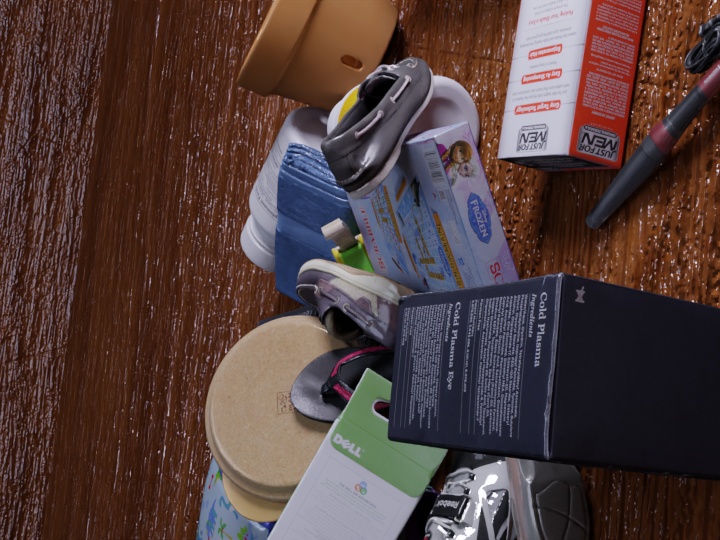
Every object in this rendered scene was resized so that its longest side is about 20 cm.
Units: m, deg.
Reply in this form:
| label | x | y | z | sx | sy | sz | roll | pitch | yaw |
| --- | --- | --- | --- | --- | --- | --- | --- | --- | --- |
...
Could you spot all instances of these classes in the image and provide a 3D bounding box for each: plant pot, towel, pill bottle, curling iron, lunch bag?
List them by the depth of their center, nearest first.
| label | x | y | z | sx | sy | sz | roll | pitch | yaw |
| --- | --- | --- | --- | --- | --- | --- | --- | --- | --- |
| curling iron | 0.228 | -0.104 | 0.735 | 0.050 | 0.025 | 0.202 | -80 | 12 | -50 |
| pill bottle | 0.036 | -0.151 | 1.039 | 0.199 | 0.102 | 0.107 | 18 | 98 | 62 |
| towel | -0.049 | -0.044 | 1.147 | 0.110 | 0.048 | 0.203 | 28 | 133 | 23 |
| plant pot | -0.045 | -0.280 | 1.159 | 0.202 | 0.138 | 0.201 | -58 | 14 | 24 |
| lunch bag | -0.133 | 0.339 | 1.199 | 0.200 | 0.125 | 0.174 | -132 | 51 | -71 |
| pill bottle | -0.079 | -0.096 | 1.238 | 0.201 | 0.112 | 0.116 | -58 | 35 | 38 |

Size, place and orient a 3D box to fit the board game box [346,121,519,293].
| label | x | y | z | sx | sy | sz | roll | pitch | yaw |
| --- | --- | --- | --- | --- | --- | --- | --- | --- | --- |
| board game box | 0.065 | -0.027 | 0.911 | 0.198 | 0.041 | 0.204 | 4 | 116 | 63 |

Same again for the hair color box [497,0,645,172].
| label | x | y | z | sx | sy | sz | roll | pitch | yaw |
| --- | --- | --- | --- | --- | --- | --- | --- | --- | --- |
| hair color box | 0.179 | -0.189 | 0.814 | 0.101 | 0.060 | 0.205 | 9 | 89 | 63 |

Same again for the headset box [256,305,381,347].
| label | x | y | z | sx | sy | sz | roll | pitch | yaw |
| --- | --- | --- | --- | --- | --- | --- | --- | --- | --- |
| headset box | -0.075 | 0.146 | 1.145 | 0.199 | 0.091 | 0.178 | -20 | 51 | 59 |

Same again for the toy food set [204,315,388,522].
| label | x | y | z | sx | sy | sz | roll | pitch | yaw |
| --- | --- | --- | --- | --- | --- | --- | --- | --- | --- |
| toy food set | -0.067 | 0.143 | 1.003 | 0.049 | 0.195 | 0.203 | 57 | -171 | -62 |

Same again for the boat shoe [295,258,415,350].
| label | x | y | z | sx | sy | sz | roll | pitch | yaw |
| --- | --- | --- | --- | --- | --- | --- | --- | --- | --- |
| boat shoe | -0.013 | 0.037 | 0.968 | 0.198 | 0.072 | 0.066 | 11 | 65 | 53 |

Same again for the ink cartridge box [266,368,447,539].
| label | x | y | z | sx | sy | sz | roll | pitch | yaw |
| --- | --- | --- | --- | --- | --- | --- | --- | --- | --- |
| ink cartridge box | 0.001 | 0.199 | 0.900 | 0.202 | 0.103 | 0.059 | -60 | -5 | 5 |

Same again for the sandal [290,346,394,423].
| label | x | y | z | sx | sy | sz | roll | pitch | yaw |
| --- | --- | --- | --- | --- | --- | --- | --- | --- | --- |
| sandal | 0.020 | 0.104 | 0.936 | 0.196 | 0.045 | 0.077 | -5 | 66 | 22 |

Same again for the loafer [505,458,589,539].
| label | x | y | z | sx | sy | sz | roll | pitch | yaw |
| --- | --- | --- | --- | --- | --- | --- | --- | --- | --- |
| loafer | 0.139 | 0.133 | 0.794 | 0.063 | 0.070 | 0.205 | 143 | 127 | -63 |

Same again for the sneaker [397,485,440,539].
| label | x | y | z | sx | sy | sz | roll | pitch | yaw |
| --- | --- | --- | --- | --- | --- | --- | --- | --- | --- |
| sneaker | 0.044 | 0.219 | 0.976 | 0.087 | 0.074 | 0.202 | -41 | 50 | 26 |

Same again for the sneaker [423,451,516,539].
| label | x | y | z | sx | sy | sz | roll | pitch | yaw |
| --- | --- | --- | --- | --- | --- | --- | --- | --- | --- |
| sneaker | 0.090 | 0.222 | 0.843 | 0.074 | 0.087 | 0.204 | -39 | 47 | 54 |

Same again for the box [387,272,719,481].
| label | x | y | z | sx | sy | sz | roll | pitch | yaw |
| --- | --- | --- | --- | --- | --- | --- | --- | --- | --- |
| box | 0.146 | 0.076 | 0.647 | 0.181 | 0.196 | 0.107 | -13 | 69 | 62 |

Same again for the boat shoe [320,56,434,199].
| label | x | y | z | sx | sy | sz | roll | pitch | yaw |
| --- | --- | --- | --- | --- | --- | --- | --- | --- | --- |
| boat shoe | 0.017 | -0.146 | 0.862 | 0.066 | 0.057 | 0.202 | -23 | 30 | 36 |

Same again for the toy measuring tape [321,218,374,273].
| label | x | y | z | sx | sy | sz | roll | pitch | yaw |
| --- | --- | --- | --- | --- | --- | --- | --- | --- | --- |
| toy measuring tape | 0.000 | 0.000 | 1.039 | 0.200 | 0.072 | 0.075 | 50 | -137 | -76 |
